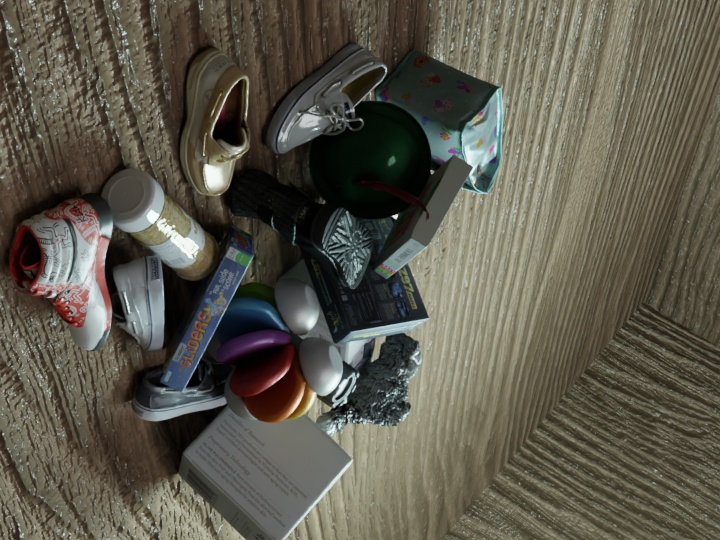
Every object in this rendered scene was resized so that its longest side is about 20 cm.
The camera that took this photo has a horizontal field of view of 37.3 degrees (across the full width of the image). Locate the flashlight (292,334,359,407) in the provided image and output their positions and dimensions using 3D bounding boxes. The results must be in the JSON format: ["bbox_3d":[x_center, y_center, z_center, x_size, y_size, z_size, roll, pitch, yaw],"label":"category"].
[{"bbox_3d":[-0.096,0.122,1.576,0.068,0.199,0.068,-4,124,-62],"label":"flashlight"}]

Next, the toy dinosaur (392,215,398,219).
[{"bbox_3d":[0.027,-0.123,1.564,0.106,0.060,0.201,-49,123,-41],"label":"toy dinosaur"}]

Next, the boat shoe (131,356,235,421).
[{"bbox_3d":[-0.237,0.154,1.518,0.199,0.072,0.068,-11,131,-49],"label":"boat shoe"}]

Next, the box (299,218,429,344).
[{"bbox_3d":[0.000,0.000,1.581,0.157,0.201,0.051,-8,161,-39],"label":"box"}]

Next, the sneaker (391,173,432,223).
[{"bbox_3d":[0.073,-0.082,1.809,0.200,0.072,0.083,-45,155,-25],"label":"sneaker"}]

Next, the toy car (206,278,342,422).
[{"bbox_3d":[-0.136,0.114,1.469,0.174,0.201,0.150,-23,175,21],"label":"toy car"}]

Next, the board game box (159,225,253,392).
[{"bbox_3d":[-0.200,0.047,1.401,0.201,0.034,0.135,-62,-168,8],"label":"board game box"}]

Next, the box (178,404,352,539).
[{"bbox_3d":[-0.151,0.301,1.638,0.171,0.200,0.199,-47,175,-22],"label":"box"}]

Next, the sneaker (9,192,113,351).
[{"bbox_3d":[-0.331,0.017,1.170,0.108,0.067,0.203,-28,140,-46],"label":"sneaker"}]

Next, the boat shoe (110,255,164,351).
[{"bbox_3d":[-0.276,0.041,1.312,0.065,0.074,0.200,-5,149,-13],"label":"boat shoe"}]

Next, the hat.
[{"bbox_3d":[0.011,-0.153,1.403,0.176,0.198,0.167,7,91,-80],"label":"hat"}]

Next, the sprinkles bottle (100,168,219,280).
[{"bbox_3d":[-0.234,-0.050,1.268,0.068,0.068,0.200,-53,156,-8],"label":"sprinkles bottle"}]

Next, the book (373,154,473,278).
[{"bbox_3d":[0.084,-0.067,1.487,0.134,0.048,0.200,-60,-174,-19],"label":"book"}]

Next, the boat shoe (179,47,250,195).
[{"bbox_3d":[-0.165,-0.160,1.259,0.074,0.069,0.201,-38,150,-36],"label":"boat shoe"}]

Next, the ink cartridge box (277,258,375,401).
[{"bbox_3d":[-0.055,0.096,1.691,0.086,0.146,0.201,-43,153,-33],"label":"ink cartridge box"}]

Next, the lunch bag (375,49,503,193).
[{"bbox_3d":[0.126,-0.211,1.627,0.122,0.170,0.200,-49,152,-20],"label":"lunch bag"}]

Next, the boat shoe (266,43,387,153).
[{"bbox_3d":[-0.034,-0.216,1.421,0.202,0.086,0.075,-45,153,-26],"label":"boat shoe"}]

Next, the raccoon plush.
[{"bbox_3d":[0.025,0.174,1.654,0.200,0.096,0.135,-28,136,-52],"label":"raccoon plush"}]

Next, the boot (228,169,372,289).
[{"bbox_3d":[-0.076,-0.059,1.448,0.080,0.157,0.211,-62,155,-15],"label":"boot"}]
